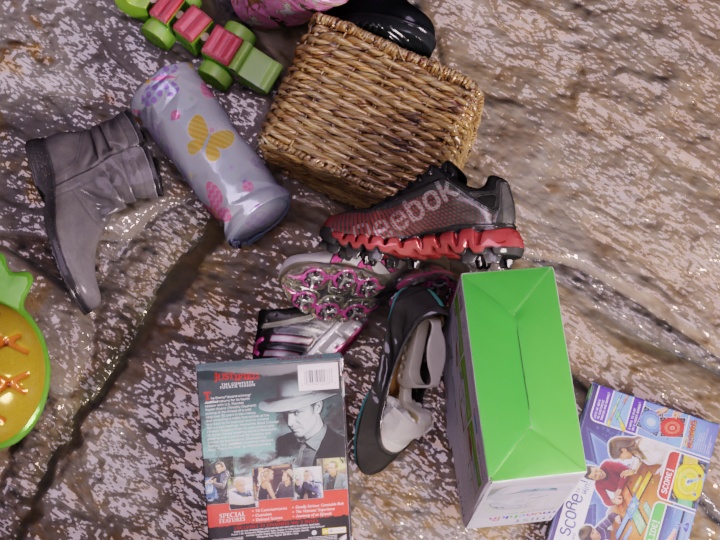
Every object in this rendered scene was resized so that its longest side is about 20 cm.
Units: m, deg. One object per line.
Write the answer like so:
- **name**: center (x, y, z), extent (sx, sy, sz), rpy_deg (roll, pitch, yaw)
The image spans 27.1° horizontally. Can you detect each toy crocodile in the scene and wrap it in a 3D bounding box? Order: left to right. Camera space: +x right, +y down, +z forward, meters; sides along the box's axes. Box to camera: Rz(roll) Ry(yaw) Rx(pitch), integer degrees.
- **toy crocodile**: center (-0.172, -0.253, 1.592), extent (0.199, 0.062, 0.068), rpy_deg (35, 80, 9)

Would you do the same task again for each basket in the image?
- **basket**: center (0.015, -0.143, 1.516), extent (0.198, 0.143, 0.150), rpy_deg (23, 82, 10)

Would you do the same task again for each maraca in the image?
- **maraca**: center (-0.381, 0.082, 1.498), extent (0.135, 0.107, 0.203), rpy_deg (-5, 76, -7)

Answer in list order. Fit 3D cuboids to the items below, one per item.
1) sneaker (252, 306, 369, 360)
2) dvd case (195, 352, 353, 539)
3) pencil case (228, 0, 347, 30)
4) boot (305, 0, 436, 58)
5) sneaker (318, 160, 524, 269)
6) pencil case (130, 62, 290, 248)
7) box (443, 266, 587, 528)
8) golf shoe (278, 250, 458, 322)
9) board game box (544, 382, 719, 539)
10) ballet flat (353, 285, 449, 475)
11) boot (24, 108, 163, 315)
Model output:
- **sneaker**: center (-0.087, 0.087, 1.506), extent (0.200, 0.074, 0.088), rpy_deg (-42, 79, -12)
- **dvd case**: center (-0.083, 0.184, 1.455), extent (0.144, 0.022, 0.203), rpy_deg (-5, 106, -5)
- **pencil case**: center (-0.069, -0.301, 1.527), extent (0.086, 0.199, 0.084), rpy_deg (21, 82, -24)
- **boot**: center (0.036, -0.304, 1.545), extent (0.076, 0.199, 0.170), rpy_deg (32, 80, -32)
- **sneaker**: center (0.056, -0.052, 1.395), extent (0.198, 0.071, 0.099), rpy_deg (-1, 84, 20)
- **pencil case**: center (-0.155, -0.120, 1.547), extent (0.083, 0.091, 0.201), rpy_deg (-35, 78, -11)
- **box**: center (0.137, 0.125, 1.418), extent (0.095, 0.177, 0.202), rpy_deg (-4, 66, -5)
- **golf shoe**: center (0.000, 0.000, 1.494), extent (0.198, 0.073, 0.093), rpy_deg (2, 43, -33)
- **board game box**: center (0.264, 0.228, 1.477), extent (0.134, 0.034, 0.202), rpy_deg (18, 78, 7)
- **ballet flat**: center (0.042, 0.116, 1.458), extent (0.068, 0.067, 0.203), rpy_deg (26, 109, 45)
- **boot**: center (-0.264, -0.065, 1.552), extent (0.130, 0.070, 0.202), rpy_deg (-16, 81, -7)
